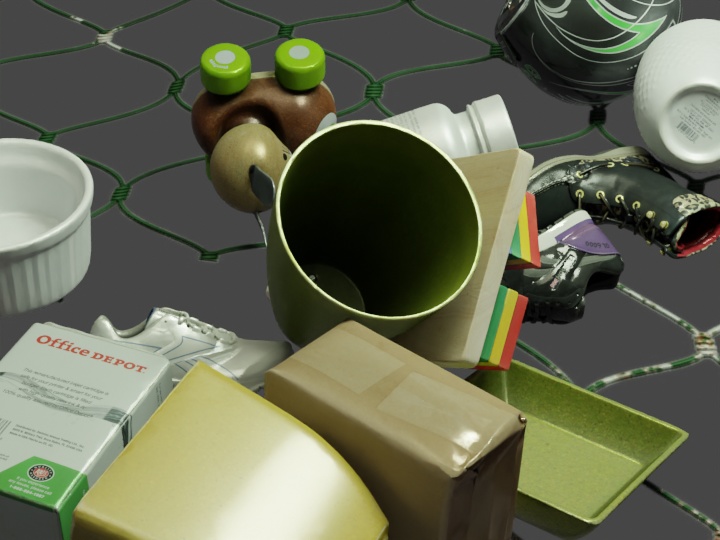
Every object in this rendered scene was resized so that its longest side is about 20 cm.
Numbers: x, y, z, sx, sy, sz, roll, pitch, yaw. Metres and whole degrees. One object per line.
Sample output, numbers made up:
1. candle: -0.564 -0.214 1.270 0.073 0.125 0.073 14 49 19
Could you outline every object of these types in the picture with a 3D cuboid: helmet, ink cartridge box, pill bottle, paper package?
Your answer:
1. helmet: 0.272 -0.289 2.036 0.190 0.200 0.201 31 38 -8
2. ink cartridge box: -0.265 0.147 1.505 0.145 0.084 0.200 15 40 19
3. pill bottle: 0.064 -0.110 1.827 0.198 0.115 0.115 -18 38 2
4. paper package: 0.024 0.168 1.432 0.199 0.192 0.103 27 41 31

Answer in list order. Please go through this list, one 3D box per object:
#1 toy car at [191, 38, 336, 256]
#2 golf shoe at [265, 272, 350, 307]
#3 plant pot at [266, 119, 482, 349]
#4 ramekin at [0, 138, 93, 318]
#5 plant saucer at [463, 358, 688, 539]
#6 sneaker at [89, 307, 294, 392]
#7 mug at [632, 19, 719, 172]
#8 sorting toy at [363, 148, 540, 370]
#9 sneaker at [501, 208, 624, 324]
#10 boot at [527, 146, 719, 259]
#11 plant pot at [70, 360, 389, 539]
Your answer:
1. toy car: -0.096 -0.115 1.846 0.156 0.165 0.201 -4 47 -5
2. golf shoe: 0.000 0.000 1.755 0.199 0.078 0.088 -20 30 -28
3. plant pot: -0.010 -0.005 1.581 0.185 0.200 0.189 7 65 -15
4. ramekin: -0.367 -0.040 1.789 0.198 0.098 0.201 -1 37 1
5. plant saucer: 0.156 0.161 1.534 0.199 0.048 0.200 22 28 26
6. sneaker: -0.159 0.077 1.627 0.198 0.088 0.075 -4 8 -8
7. mug: 0.381 -0.160 1.890 0.147 0.200 0.175 -35 9 20
8. sorting toy: 0.092 0.000 1.634 0.069 0.200 0.199 22 -13 -27
9. sneaker: 0.175 0.020 1.728 0.199 0.076 0.088 -33 68 -21
10. boot: 0.265 -0.062 1.826 0.202 0.074 0.154 -17 35 -27
11. plant pot: -0.091 0.228 1.362 0.199 0.197 0.194 21 41 16
